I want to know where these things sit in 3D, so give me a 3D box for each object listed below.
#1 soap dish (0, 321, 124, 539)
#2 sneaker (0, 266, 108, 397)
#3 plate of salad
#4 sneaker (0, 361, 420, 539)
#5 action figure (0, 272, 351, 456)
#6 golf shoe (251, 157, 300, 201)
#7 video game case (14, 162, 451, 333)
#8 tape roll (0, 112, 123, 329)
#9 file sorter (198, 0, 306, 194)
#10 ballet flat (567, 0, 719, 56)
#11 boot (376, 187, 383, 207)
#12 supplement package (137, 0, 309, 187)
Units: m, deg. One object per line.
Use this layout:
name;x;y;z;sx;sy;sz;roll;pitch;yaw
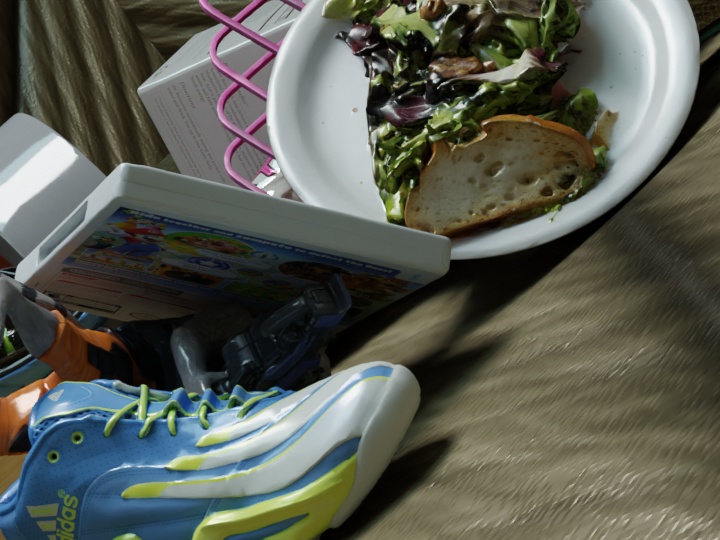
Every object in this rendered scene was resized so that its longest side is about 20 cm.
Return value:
soap dish;-0.158;0.106;1.209;0.200;0.081;0.157;-38;1;7
sneaker;-0.190;0.026;1.218;0.199;0.083;0.071;-38;2;-3
plate of salad;0.051;-0.093;1.066;0.200;0.200;0.048;-43;-34;-14
sneaker;-0.072;0.076;0.926;0.200;0.105;0.076;-39;13;29
action figure;-0.087;0.032;1.025;0.200;0.193;0.105;-48;46;39
golf shoe;-0.050;-0.027;1.540;0.200;0.072;0.092;-48;10;29
video game case;-0.062;0.000;1.037;0.200;0.142;0.018;150;131;-67
tape roll;-0.155;0.006;1.362;0.066;0.200;0.200;-43;8;-14
file sorter;-0.009;-0.131;1.347;0.139;0.125;0.201;-45;-29;-28
ballet flat;0.132;-0.117;1.128;0.200;0.075;0.068;-44;6;-16
boot;0.000;0.000;1.182;0.174;0.069;0.200;-39;-2;20
supplement package;-0.024;-0.126;1.607;0.199;0.122;0.120;-21;16;26
